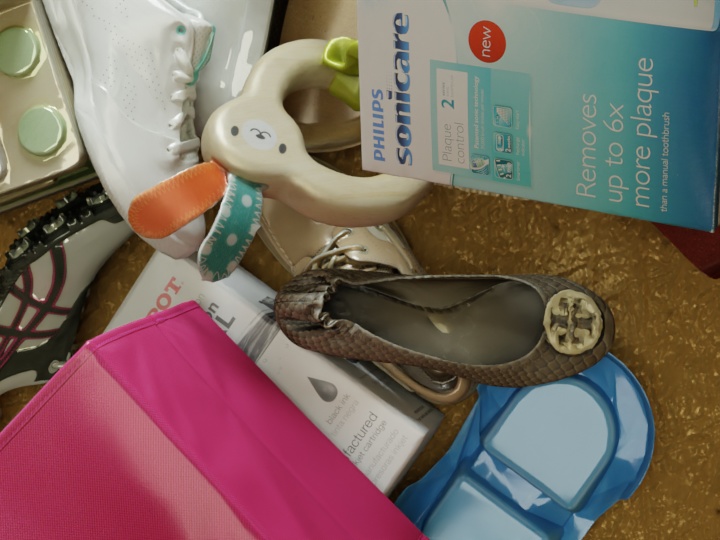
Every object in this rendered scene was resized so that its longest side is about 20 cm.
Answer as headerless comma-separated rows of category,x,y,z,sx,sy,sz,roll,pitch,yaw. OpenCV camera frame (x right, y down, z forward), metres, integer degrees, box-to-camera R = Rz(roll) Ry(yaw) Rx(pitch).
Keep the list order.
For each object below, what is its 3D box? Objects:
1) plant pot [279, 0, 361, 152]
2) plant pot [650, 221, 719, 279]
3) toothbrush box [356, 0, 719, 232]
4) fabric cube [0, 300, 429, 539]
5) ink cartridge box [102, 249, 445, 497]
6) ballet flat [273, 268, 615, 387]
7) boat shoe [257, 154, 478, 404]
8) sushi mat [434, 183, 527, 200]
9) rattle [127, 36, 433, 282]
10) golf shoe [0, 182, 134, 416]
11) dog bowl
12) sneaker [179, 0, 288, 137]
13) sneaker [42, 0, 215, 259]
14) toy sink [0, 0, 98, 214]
plant pot,-0.027,-0.173,1.093,0.199,0.027,0.202,0,91,11
plant pot,0.218,-0.111,0.969,0.200,0.200,0.176,45,113,7
toothbrush box,0.101,-0.115,0.879,0.199,0.085,0.147,13,117,30
fabric cube,-0.109,0.160,0.950,0.199,0.200,0.196,44,102,4
ink cartridge box,-0.072,0.093,1.080,0.199,0.083,0.146,35,99,7
ballet flat,0.049,0.027,1.013,0.198,0.046,0.068,6,74,0
boat shoe,0.000,0.000,1.072,0.200,0.065,0.071,44,99,8
sushi mat,0.098,-0.143,1.061,0.095,0.012,0.202,8,94,-10
rattle,-0.021,-0.087,0.966,0.143,0.199,0.131,-30,81,52
golf shoe,-0.199,0.017,1.121,0.200,0.077,0.088,-37,104,13
dog bowl,0.097,0.131,1.065,0.111,0.050,0.201,35,99,9
sneaker,-0.083,-0.180,1.053,0.084,0.073,0.201,16,96,8
sneaker,-0.117,-0.109,1.014,0.088,0.075,0.201,-20,91,13
toy sink,-0.222,-0.094,1.047,0.130,0.200,0.113,-19,88,11
